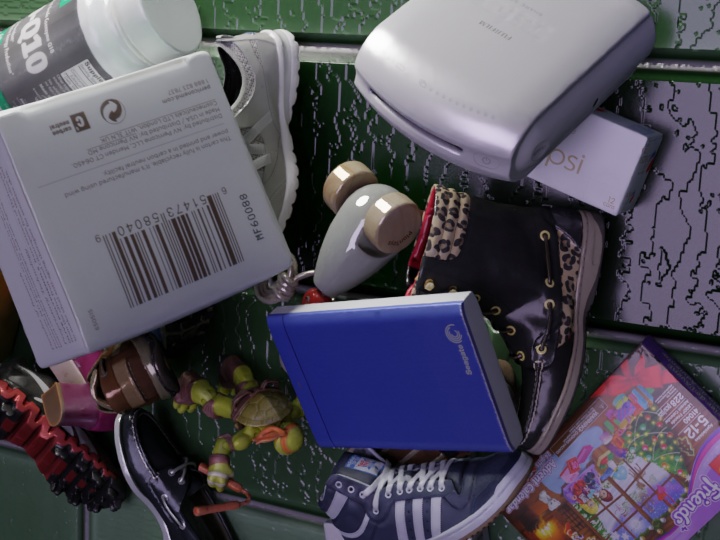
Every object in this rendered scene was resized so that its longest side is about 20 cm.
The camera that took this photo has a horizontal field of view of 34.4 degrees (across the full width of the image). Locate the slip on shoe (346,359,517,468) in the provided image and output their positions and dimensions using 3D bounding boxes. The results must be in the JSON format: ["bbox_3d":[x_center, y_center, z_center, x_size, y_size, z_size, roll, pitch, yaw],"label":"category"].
[{"bbox_3d":[0.060,0.144,1.035,0.076,0.061,0.200,44,118,-6],"label":"slip on shoe"}]

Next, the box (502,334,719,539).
[{"bbox_3d":[0.221,0.174,0.971,0.137,0.039,0.201,44,114,13],"label":"box"}]

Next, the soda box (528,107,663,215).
[{"bbox_3d":[0.140,-0.117,0.952,0.198,0.063,0.069,27,109,21],"label":"soda box"}]

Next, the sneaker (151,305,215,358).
[{"bbox_3d":[-0.203,-0.014,1.140,0.088,0.078,0.204,-14,85,38],"label":"sneaker"}]

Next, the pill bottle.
[{"bbox_3d":[-0.255,-0.210,1.105,0.198,0.113,0.115,-21,89,27],"label":"pill bottle"}]

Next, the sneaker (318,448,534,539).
[{"bbox_3d":[0.045,0.179,0.973,0.199,0.070,0.109,-40,91,33],"label":"sneaker"}]

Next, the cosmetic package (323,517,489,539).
[{"bbox_3d":[0.053,0.322,1.071,0.148,0.052,0.204,-6,95,25],"label":"cosmetic package"}]

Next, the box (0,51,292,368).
[{"bbox_3d":[-0.202,-0.048,0.988,0.171,0.197,0.203,-19,94,61],"label":"box"}]

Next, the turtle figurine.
[{"bbox_3d":[-0.105,0.134,1.061,0.160,0.199,0.065,24,137,44],"label":"turtle figurine"}]

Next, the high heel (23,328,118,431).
[{"bbox_3d":[-0.295,0.073,1.218,0.067,0.095,0.203,-27,66,37],"label":"high heel"}]

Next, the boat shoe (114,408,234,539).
[{"bbox_3d":[-0.179,0.223,1.162,0.060,0.076,0.202,-22,100,28],"label":"boat shoe"}]

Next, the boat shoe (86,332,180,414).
[{"bbox_3d":[-0.224,0.096,1.099,0.073,0.200,0.077,-28,94,-15],"label":"boat shoe"}]

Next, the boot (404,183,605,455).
[{"bbox_3d":[0.108,0.035,0.937,0.148,0.073,0.203,14,89,-8],"label":"boot"}]

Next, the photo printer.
[{"bbox_3d":[0.104,-0.161,0.885,0.165,0.200,0.070,35,149,25],"label":"photo printer"}]

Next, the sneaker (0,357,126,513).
[{"bbox_3d":[-0.316,0.167,1.218,0.200,0.098,0.071,42,122,-11],"label":"sneaker"}]

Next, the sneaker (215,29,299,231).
[{"bbox_3d":[-0.106,-0.118,1.053,0.074,0.081,0.204,4,94,59],"label":"sneaker"}]

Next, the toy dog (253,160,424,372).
[{"bbox_3d":[0.000,0.000,1.028,0.200,0.095,0.133,-49,48,34],"label":"toy dog"}]

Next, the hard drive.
[{"bbox_3d":[0.024,0.086,0.945,0.198,0.025,0.134,-5,115,38],"label":"hard drive"}]

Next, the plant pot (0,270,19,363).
[{"bbox_3d":[-0.457,0.020,1.205,0.198,0.176,0.203,26,109,20],"label":"plant pot"}]
